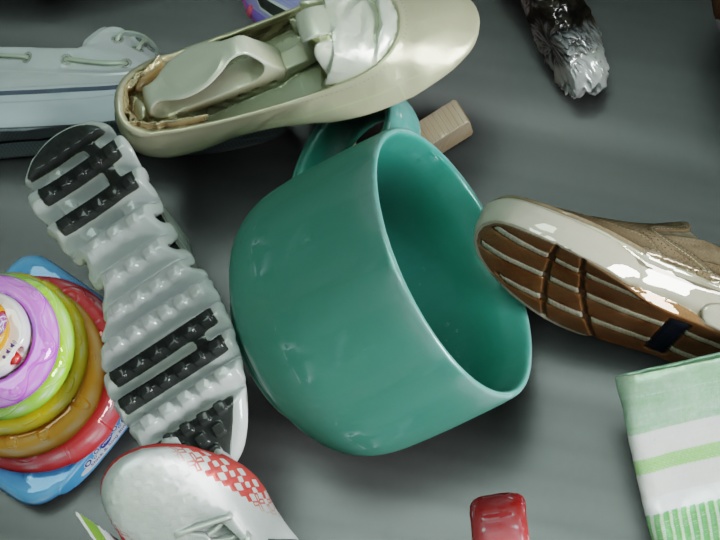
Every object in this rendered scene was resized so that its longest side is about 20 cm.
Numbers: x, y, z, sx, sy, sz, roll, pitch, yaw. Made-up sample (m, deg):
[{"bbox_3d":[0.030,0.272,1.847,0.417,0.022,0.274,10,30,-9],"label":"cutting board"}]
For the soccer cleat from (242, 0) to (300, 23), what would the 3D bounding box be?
[{"bbox_3d":[-0.053,-0.188,1.334,0.076,0.067,0.201,-9,76,8],"label":"soccer cleat"}]

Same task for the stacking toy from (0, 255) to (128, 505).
[{"bbox_3d":[-0.185,0.039,1.240,0.110,0.200,0.116,37,81,14],"label":"stacking toy"}]

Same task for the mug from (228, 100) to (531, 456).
[{"bbox_3d":[0.005,0.010,1.264,0.114,0.185,0.152,-27,111,23],"label":"mug"}]

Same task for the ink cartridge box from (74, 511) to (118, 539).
[{"bbox_3d":[-0.111,0.210,1.184,0.076,0.200,0.148,-34,74,-4],"label":"ink cartridge box"}]

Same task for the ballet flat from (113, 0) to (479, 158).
[{"bbox_3d":[-0.037,-0.108,1.246,0.199,0.069,0.070,-19,73,9],"label":"ballet flat"}]

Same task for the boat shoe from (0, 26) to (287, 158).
[{"bbox_3d":[-0.138,-0.105,1.341,0.198,0.074,0.067,-1,74,5],"label":"boat shoe"}]

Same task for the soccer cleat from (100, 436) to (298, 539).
[{"bbox_3d":[-0.054,0.156,1.202,0.068,0.200,0.085,-37,38,6],"label":"soccer cleat"}]

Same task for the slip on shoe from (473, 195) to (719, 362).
[{"bbox_3d":[0.153,0.002,1.264,0.199,0.076,0.061,23,60,-9],"label":"slip on shoe"}]

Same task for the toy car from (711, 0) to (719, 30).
[{"bbox_3d":[0.270,-0.086,1.261,0.157,0.164,0.202,-7,87,7],"label":"toy car"}]

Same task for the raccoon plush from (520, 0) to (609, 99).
[{"bbox_3d":[0.123,-0.212,1.360,0.133,0.097,0.201,-28,103,-16],"label":"raccoon plush"}]

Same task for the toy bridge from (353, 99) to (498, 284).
[{"bbox_3d":[0.030,-0.067,1.338,0.067,0.027,0.201,-31,74,-1],"label":"toy bridge"}]

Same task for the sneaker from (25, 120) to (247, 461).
[{"bbox_3d":[-0.104,0.018,1.261,0.075,0.081,0.201,-26,71,7],"label":"sneaker"}]

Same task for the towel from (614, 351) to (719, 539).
[{"bbox_3d":[0.225,0.136,1.234,0.151,0.023,0.201,-13,93,3],"label":"towel"}]

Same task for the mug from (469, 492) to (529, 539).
[{"bbox_3d":[0.084,0.216,1.164,0.133,0.200,0.178,23,77,12],"label":"mug"}]
